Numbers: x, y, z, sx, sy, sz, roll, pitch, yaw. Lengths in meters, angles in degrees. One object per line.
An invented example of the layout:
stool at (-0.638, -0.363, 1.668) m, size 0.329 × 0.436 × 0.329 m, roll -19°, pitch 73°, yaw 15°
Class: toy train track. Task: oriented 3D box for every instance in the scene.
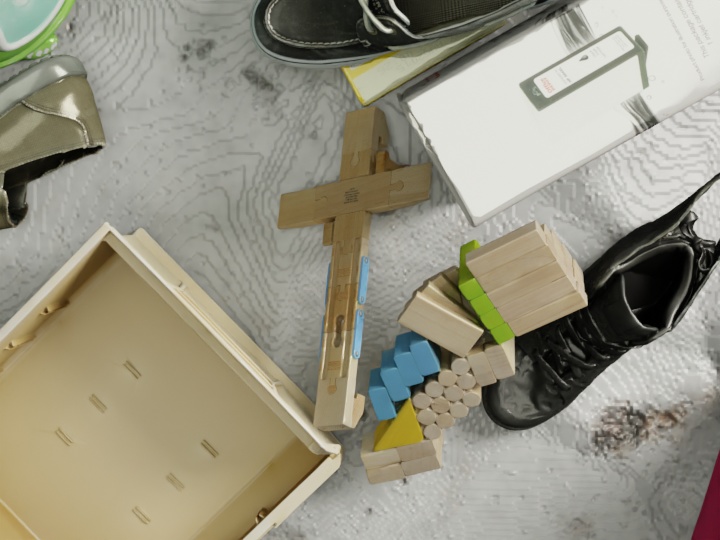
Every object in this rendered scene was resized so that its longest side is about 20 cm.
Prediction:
toy train track at (0.000, 0.000, 1.015) m, size 0.115 × 0.033 × 0.200 m, roll -10°, pitch 65°, yaw 37°

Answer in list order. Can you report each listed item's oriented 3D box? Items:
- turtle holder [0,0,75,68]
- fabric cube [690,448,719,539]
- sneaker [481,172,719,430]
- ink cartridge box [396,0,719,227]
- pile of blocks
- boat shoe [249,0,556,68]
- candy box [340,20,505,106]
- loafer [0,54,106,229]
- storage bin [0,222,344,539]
turtle holder at (-0.250, -0.179, 0.997) m, size 0.185 × 0.132 × 0.141 m, roll -39°, pitch 91°, yaw 5°
fabric cube at (0.297, 0.179, 0.949) m, size 0.200 × 0.199 × 0.196 m, roll 17°, pitch 93°, yaw 3°
sneaker at (0.147, 0.022, 0.996) m, size 0.200 × 0.104 × 0.060 m, roll -44°, pitch 90°, yaw 5°
ink cartridge box at (0.127, -0.113, 0.969) m, size 0.200 × 0.146 × 0.084 m, roll -30°, pitch 96°, yaw 6°
pile of blocks at (0.053, 0.038, 1.005) m, size 0.082 × 0.062 × 0.200 m, roll 31°, pitch 117°, yaw -13°
boat shoe at (0.023, -0.163, 0.974) m, size 0.200 × 0.071 × 0.072 m, roll -13°, pitch 96°, yaw 17°
candy box at (-0.005, -0.211, 1.032) m, size 0.102 × 0.026 × 0.200 m, roll -30°, pitch 91°, yaw 0°
loafer at (-0.240, -0.051, 1.032) m, size 0.200 × 0.075 × 0.070 m, roll -35°, pitch 86°, yaw 5°
storage bin at (-0.145, 0.110, 1.026) m, size 0.200 × 0.094 × 0.199 m, roll -45°, pitch 89°, yaw 5°
